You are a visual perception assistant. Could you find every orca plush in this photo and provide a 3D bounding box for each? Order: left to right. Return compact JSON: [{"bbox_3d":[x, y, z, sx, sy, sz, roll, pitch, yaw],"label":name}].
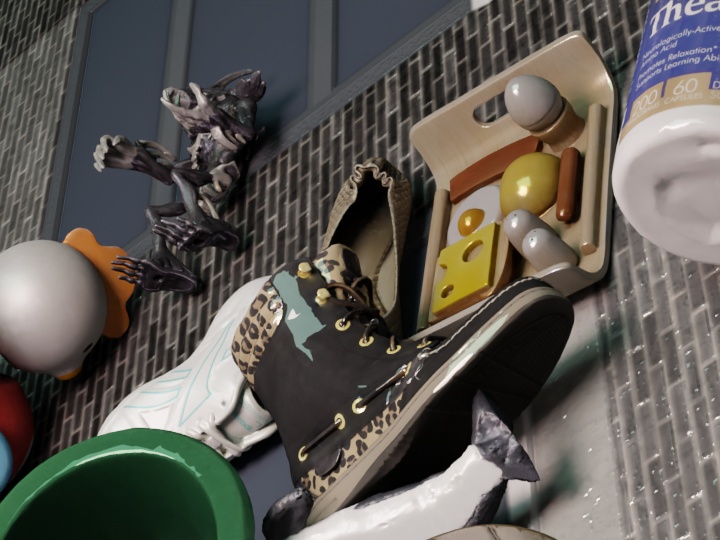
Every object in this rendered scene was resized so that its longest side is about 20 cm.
[{"bbox_3d":[0.009,0.142,1.217,0.200,0.105,0.071,-53,-6,11],"label":"orca plush"}]

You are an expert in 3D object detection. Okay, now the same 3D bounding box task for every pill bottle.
[{"bbox_3d":[0.201,-0.110,1.205,0.111,0.111,0.201,-22,38,40],"label":"pill bottle"}]

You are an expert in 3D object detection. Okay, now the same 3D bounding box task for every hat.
[{"bbox_3d":[-0.107,0.196,1.252,0.165,0.176,0.201,-4,50,19],"label":"hat"}]

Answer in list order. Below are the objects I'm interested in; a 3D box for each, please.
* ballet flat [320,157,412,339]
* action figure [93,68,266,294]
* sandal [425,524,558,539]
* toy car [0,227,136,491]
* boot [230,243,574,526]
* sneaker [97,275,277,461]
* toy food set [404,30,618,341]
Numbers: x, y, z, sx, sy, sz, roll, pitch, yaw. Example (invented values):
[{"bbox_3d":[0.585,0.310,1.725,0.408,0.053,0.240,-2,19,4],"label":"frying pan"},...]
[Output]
[{"bbox_3d":[0.000,0.000,1.406,0.067,0.046,0.200,5,44,9],"label":"ballet flat"},{"bbox_3d":[-0.127,-0.084,1.653,0.119,0.102,0.200,-42,28,38],"label":"action figure"},{"bbox_3d":[0.040,0.177,1.140,0.199,0.055,0.082,-19,66,33],"label":"sandal"},{"bbox_3d":[-0.244,0.054,1.638,0.199,0.178,0.184,-24,11,-12],"label":"toy car"},{"bbox_3d":[0.015,0.043,1.268,0.200,0.073,0.151,-50,50,23],"label":"boot"},{"bbox_3d":[-0.096,0.091,1.428,0.200,0.070,0.080,-49,31,-1],"label":"sneaker"},{"bbox_3d":[0.076,-0.041,1.353,0.143,0.060,0.200,-29,34,33],"label":"toy food set"}]
